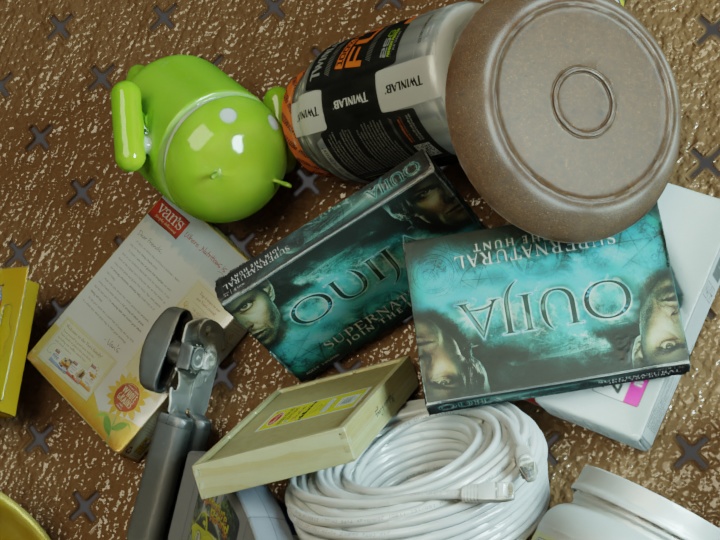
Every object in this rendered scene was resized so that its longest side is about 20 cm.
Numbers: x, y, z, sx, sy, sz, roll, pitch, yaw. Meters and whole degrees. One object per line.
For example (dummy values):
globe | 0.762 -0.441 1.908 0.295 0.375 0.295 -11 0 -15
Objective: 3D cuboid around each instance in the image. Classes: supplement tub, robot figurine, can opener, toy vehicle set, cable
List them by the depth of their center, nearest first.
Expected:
supplement tub | 0.167 0.254 1.185 0.145 0.145 0.201 24 81 29
cable | 0.045 0.160 1.262 0.199 0.200 0.070 -14 109 12
toy vehicle set | -0.038 0.118 1.305 0.124 0.200 0.027 -16 98 19
supplement tub | 0.034 -0.139 1.379 0.199 0.122 0.123 -11 64 46
can opener | -0.162 0.132 1.412 0.067 0.053 0.201 15 90 33
robot figurine | -0.138 -0.114 1.460 0.200 0.175 0.116 40 121 49

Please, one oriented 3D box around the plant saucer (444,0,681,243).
plant saucer | 0.159 -0.122 1.250 0.034 0.199 0.201 -21 52 66

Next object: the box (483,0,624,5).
box | 0.146 -0.177 1.313 0.048 0.117 0.201 -6 69 49

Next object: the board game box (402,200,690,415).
board game box | 0.138 0.028 1.276 0.199 0.028 0.136 -10 67 5

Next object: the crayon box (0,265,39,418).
crayon box | -0.362 0.070 1.518 0.199 0.051 0.128 -6 68 37

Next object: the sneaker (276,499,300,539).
sneaker | -0.003 0.255 1.307 0.115 0.081 0.200 -30 54 -5

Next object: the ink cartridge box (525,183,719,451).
ink cartridge box | 0.184 0.018 1.327 0.173 0.044 0.201 20 80 27

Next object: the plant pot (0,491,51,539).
plant pot | -0.364 0.300 1.385 0.189 0.200 0.201 -39 59 23

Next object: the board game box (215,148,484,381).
board game box | 0.000 0.000 1.353 0.200 0.135 0.028 -32 48 10

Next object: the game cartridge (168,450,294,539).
game cartridge | -0.104 0.221 1.305 0.200 0.041 0.134 36 111 62

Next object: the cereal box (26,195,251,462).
cereal box | -0.182 0.047 1.478 0.200 0.040 0.144 -49 60 0
